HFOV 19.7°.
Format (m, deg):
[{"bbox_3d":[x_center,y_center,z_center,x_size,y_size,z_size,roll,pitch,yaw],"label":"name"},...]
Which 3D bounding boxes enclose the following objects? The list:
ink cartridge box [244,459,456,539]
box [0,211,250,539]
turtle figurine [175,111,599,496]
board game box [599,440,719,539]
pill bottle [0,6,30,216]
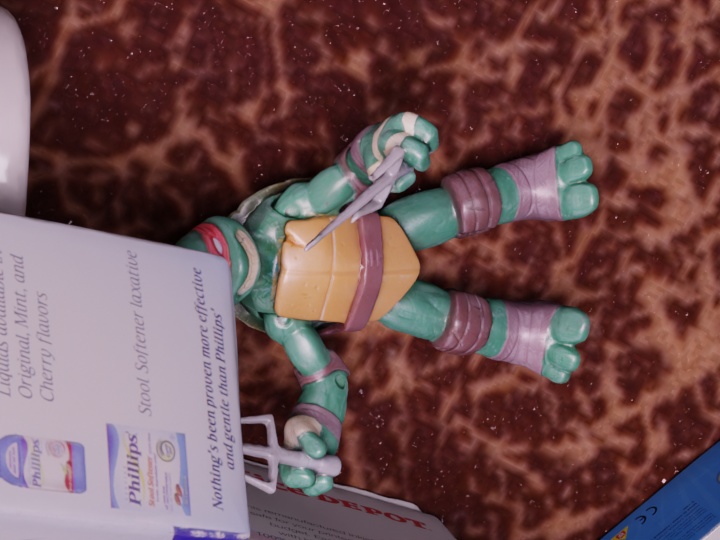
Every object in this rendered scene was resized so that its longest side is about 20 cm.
[{"bbox_3d":[-0.011,0.150,0.792,0.145,0.200,0.083,17,99,-21],"label":"ink cartridge box"},{"bbox_3d":[-0.168,0.057,0.688,0.199,0.184,0.106,12,62,-37],"label":"box"},{"bbox_3d":[0.000,0.000,0.816,0.199,0.101,0.151,-4,119,-34],"label":"turtle figurine"},{"bbox_3d":[0.206,0.170,0.949,0.200,0.056,0.196,-38,111,-7],"label":"board game box"},{"bbox_3d":[-0.222,-0.043,0.719,0.199,0.114,0.115,2,102,-20],"label":"pill bottle"}]
